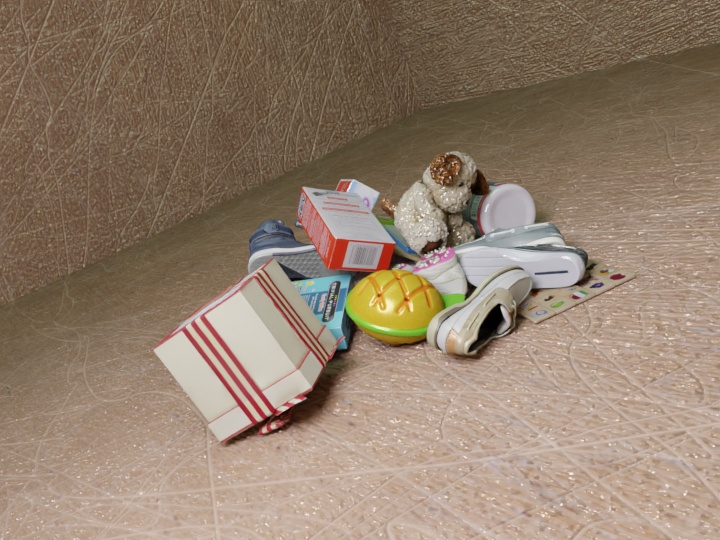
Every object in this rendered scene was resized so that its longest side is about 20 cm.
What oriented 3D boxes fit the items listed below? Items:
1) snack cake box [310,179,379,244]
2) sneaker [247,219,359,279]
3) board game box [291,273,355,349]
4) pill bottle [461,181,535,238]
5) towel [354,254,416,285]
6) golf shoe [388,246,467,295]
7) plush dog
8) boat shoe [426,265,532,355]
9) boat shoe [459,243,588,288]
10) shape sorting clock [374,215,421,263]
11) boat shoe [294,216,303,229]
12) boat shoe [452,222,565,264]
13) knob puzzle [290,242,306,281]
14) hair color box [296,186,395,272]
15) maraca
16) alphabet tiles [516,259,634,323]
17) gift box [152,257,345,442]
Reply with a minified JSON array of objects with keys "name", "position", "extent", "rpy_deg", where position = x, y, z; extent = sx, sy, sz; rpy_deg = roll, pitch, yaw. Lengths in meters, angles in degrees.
[{"name":"snack cake box","position":[-0.044,-0.090,1.504],"extent":[0.200,0.067,0.115],"rpy_deg":[-64,15,1]},{"name":"sneaker","position":[-0.105,-0.039,1.297],"extent":[0.202,0.077,0.146],"rpy_deg":[2,26,-12]},{"name":"board game box","position":[-0.114,0.078,1.185],"extent":[0.199,0.047,0.151],"rpy_deg":[-7,33,12]},{"name":"pill bottle","position":[0.244,-0.118,1.394],"extent":[0.116,0.116,0.200],"rpy_deg":[-24,17,-13]},{"name":"towel","position":[0.000,0.000,1.341],"extent":[0.191,0.032,0.200],"rpy_deg":[-24,33,-20]},{"name":"golf shoe","position":[0.090,0.030,1.178],"extent":[0.200,0.092,0.075],"rpy_deg":[-20,20,46]},{"name":"plush dog","position":[0.137,-0.129,1.236],"extent":[0.172,0.160,0.200],"rpy_deg":[-53,-24,17]},{"name":"boat shoe","position":[0.184,0.061,0.995],"extent":[0.200,0.075,0.068],"rpy_deg":[-33,39,-31]},{"name":"boat shoe","position":[0.255,-0.005,1.108],"extent":[0.200,0.072,0.071],"rpy_deg":[4,19,33]},{"name":"shape sorting clock","position":[0.096,-0.054,1.350],"extent":[0.199,0.039,0.200],"rpy_deg":[19,24,-9]},{"name":"boat shoe","position":[-0.049,-0.069,1.384],"extent":[0.200,0.068,0.072],"rpy_deg":[29,0,27]},{"name":"boat shoe","position":[0.234,-0.037,1.176],"extent":[0.199,0.073,0.062],"rpy_deg":[-9,46,13]},{"name":"knob puzzle","position":[-0.139,0.014,1.327],"extent":[0.219,0.031,0.220],"rpy_deg":[-16,37,13]},{"name":"hair color box","position":[-0.030,-0.072,1.231],"extent":[0.111,0.064,0.200],"rpy_deg":[4,30,-24]},{"name":"maraca","position":[0.076,0.057,1.073],"extent":[0.199,0.107,0.137],"rpy_deg":[9,37,11]},{"name":"alphabet tiles","position":[0.291,0.020,1.094],"extent":[0.167,0.008,0.200],"rpy_deg":[-24,16,-10]},{"name":"gift box","position":[-0.139,0.112,0.990],"extent":[0.200,0.187,0.185],"rpy_deg":[-30,10,22]}]
